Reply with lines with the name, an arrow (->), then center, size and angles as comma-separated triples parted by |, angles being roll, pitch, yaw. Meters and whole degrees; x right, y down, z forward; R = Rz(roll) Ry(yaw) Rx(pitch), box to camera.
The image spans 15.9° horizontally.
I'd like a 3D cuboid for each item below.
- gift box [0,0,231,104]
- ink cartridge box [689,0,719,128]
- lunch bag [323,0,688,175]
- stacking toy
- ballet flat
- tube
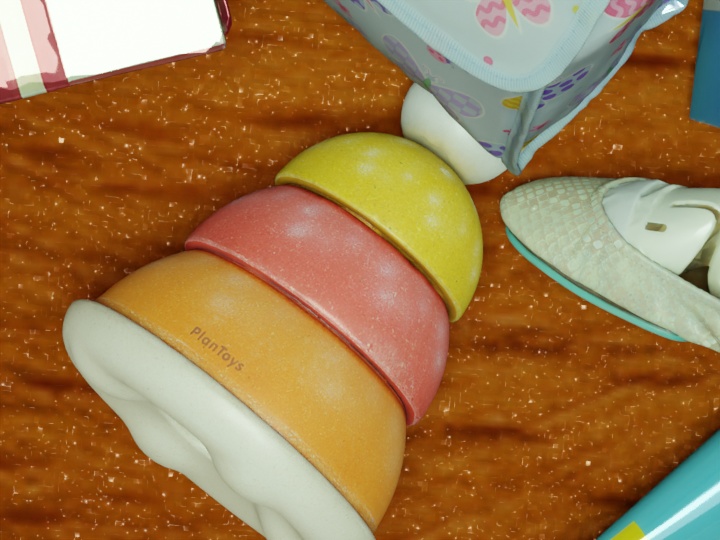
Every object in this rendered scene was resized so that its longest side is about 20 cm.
gift box -> -0.157, -0.151, 0.898 | 0.200, 0.185, 0.187 | -13, 100, -7
ink cartridge box -> 0.214, -0.141, 0.930 | 0.147, 0.146, 0.200 | 5, 97, -5
lunch bag -> 0.033, -0.141, 0.873 | 0.170, 0.200, 0.127 | 43, 76, 6
stacking toy -> 0.000, 0.000, 0.968 | 0.146, 0.146, 0.200 | 42, 78, -7
ballet flat -> 0.146, 0.003, 0.963 | 0.200, 0.067, 0.062 | 31, 124, 16
tube -> 0.146, 0.088, 1.008 | 0.200, 0.050, 0.077 | -41, 133, 4
